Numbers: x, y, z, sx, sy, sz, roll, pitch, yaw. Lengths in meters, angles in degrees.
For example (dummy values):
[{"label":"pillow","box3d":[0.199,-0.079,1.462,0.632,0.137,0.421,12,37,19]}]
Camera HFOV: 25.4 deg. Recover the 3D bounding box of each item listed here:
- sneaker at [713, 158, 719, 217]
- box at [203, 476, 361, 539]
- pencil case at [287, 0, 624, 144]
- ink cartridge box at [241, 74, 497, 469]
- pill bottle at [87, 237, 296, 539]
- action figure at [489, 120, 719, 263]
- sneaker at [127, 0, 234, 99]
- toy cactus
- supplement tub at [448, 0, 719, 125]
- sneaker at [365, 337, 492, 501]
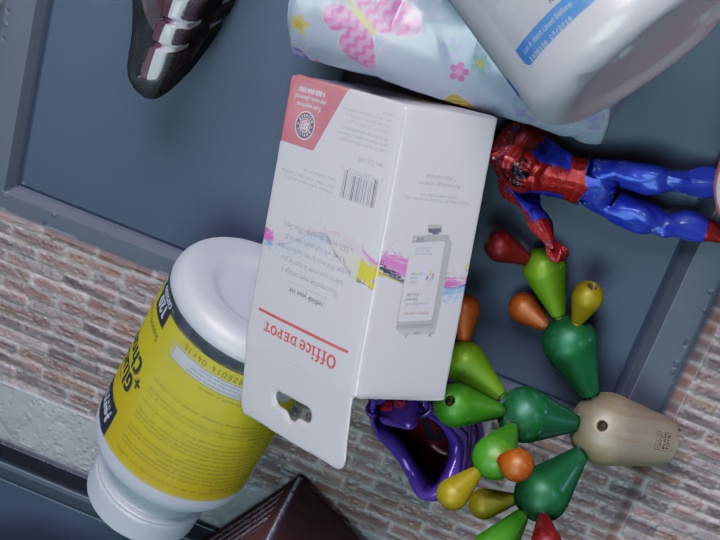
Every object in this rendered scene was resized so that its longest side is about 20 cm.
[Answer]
[{"label":"sneaker","box3d":[0.233,-0.105,0.820,0.073,0.087,0.201,12,100,9]},{"label":"box","box3d":[-0.052,0.291,1.104,0.166,0.164,0.200,-36,103,31]},{"label":"pencil case","box3d":[0.059,-0.137,0.880,0.199,0.083,0.091,17,109,8]},{"label":"ink cartridge box","box3d":[0.000,0.000,0.898,0.116,0.067,0.201,23,106,53]},{"label":"pill bottle","box3d":[-0.105,0.084,1.037,0.112,0.112,0.200,31,122,-1]},{"label":"action figure","box3d":[0.139,-0.037,0.905,0.199,0.099,0.066,17,121,11]},{"label":"sneaker","box3d":[-0.119,-0.207,0.911,0.115,0.076,0.201,28,112,7]},{"label":"toy cactus","box3d":[0.123,0.086,0.966,0.164,0.201,0.102,13,162,-25]},{"label":"supplement tub","box3d":[0.085,-0.184,0.780,0.132,0.132,0.200,-40,78,31]},{"label":"sneaker","box3d":[0.029,0.054,0.995,0.080,0.083,0.201,-17,110,24]}]
